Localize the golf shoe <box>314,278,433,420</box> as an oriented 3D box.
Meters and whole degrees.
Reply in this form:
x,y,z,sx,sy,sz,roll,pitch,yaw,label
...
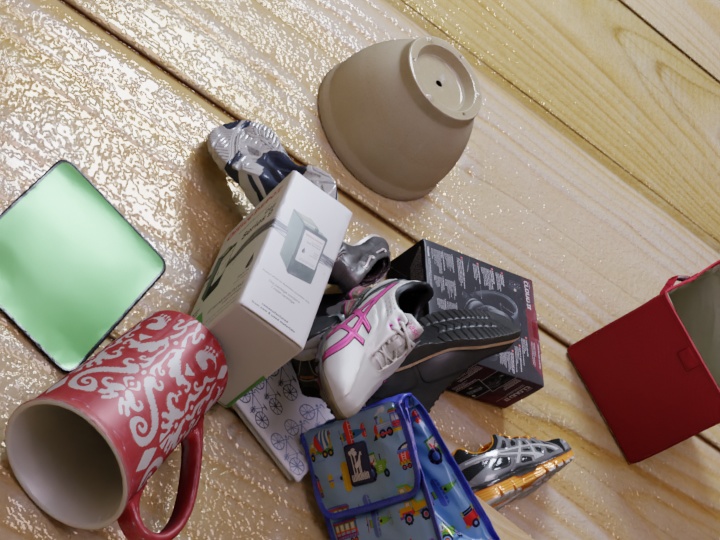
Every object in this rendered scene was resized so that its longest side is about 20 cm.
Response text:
x,y,z,sx,sy,sz,roll,pitch,yaw,label
0.014,0.070,1.538,0.073,0.091,0.201,58,32,-25,golf shoe

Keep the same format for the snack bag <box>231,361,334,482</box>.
x,y,z,sx,sy,sz,roll,pitch,yaw,label
-0.075,0.104,1.649,0.189,0.021,0.200,52,41,-3,snack bag

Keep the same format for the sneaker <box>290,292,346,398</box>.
x,y,z,sx,sy,sz,roll,pitch,yaw,label
-0.032,0.080,1.650,0.200,0.080,0.087,-34,119,-61,sneaker

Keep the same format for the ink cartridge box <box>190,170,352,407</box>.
x,y,z,sx,sy,sz,roll,pitch,yaw,label
-0.101,0.018,1.560,0.084,0.146,0.201,36,44,-16,ink cartridge box

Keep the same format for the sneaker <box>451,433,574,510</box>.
x,y,z,sx,sy,sz,roll,pitch,yaw,label
0.177,0.222,1.771,0.199,0.078,0.078,-12,60,-50,sneaker

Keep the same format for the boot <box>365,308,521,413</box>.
x,y,z,sx,sy,sz,roll,pitch,yaw,label
0.082,0.125,1.690,0.198,0.140,0.077,-9,26,-26,boot

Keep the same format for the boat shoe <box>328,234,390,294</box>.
x,y,z,sx,sy,sz,roll,pitch,yaw,label
0.000,0.000,1.713,0.057,0.067,0.200,43,13,12,boat shoe

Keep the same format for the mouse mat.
x,y,z,sx,sy,sz,roll,pitch,yaw,label
-0.294,-0.008,1.528,0.161,0.008,0.200,47,43,-9,mouse mat

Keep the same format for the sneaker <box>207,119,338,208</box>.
x,y,z,sx,sy,sz,roll,pitch,yaw,label
-0.098,-0.076,1.709,0.198,0.131,0.079,30,49,32,sneaker

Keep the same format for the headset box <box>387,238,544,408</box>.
x,y,z,sx,sy,sz,roll,pitch,yaw,label
0.133,0.068,1.825,0.199,0.077,0.150,20,53,-34,headset box

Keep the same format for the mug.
x,y,z,sx,sy,sz,roll,pitch,yaw,label
-0.217,0.149,1.434,0.200,0.132,0.179,-46,137,-52,mug

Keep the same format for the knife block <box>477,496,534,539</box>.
x,y,z,sx,sy,sz,roll,pitch,yaw,label
0.150,0.312,1.694,0.175,0.064,0.202,-5,68,-45,knife block

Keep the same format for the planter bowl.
x,y,z,sx,sy,sz,roll,pitch,yaw,label
0.065,-0.207,1.896,0.199,0.134,0.202,23,50,-30,planter bowl

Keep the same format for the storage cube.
x,y,z,sx,sy,sz,roll,pitch,yaw,label
0.410,0.120,1.973,0.170,0.179,0.201,-22,81,-48,storage cube

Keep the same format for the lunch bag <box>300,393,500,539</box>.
x,y,z,sx,sy,sz,roll,pitch,yaw,label
0.030,0.219,1.557,0.094,0.150,0.202,-22,87,-48,lunch bag
